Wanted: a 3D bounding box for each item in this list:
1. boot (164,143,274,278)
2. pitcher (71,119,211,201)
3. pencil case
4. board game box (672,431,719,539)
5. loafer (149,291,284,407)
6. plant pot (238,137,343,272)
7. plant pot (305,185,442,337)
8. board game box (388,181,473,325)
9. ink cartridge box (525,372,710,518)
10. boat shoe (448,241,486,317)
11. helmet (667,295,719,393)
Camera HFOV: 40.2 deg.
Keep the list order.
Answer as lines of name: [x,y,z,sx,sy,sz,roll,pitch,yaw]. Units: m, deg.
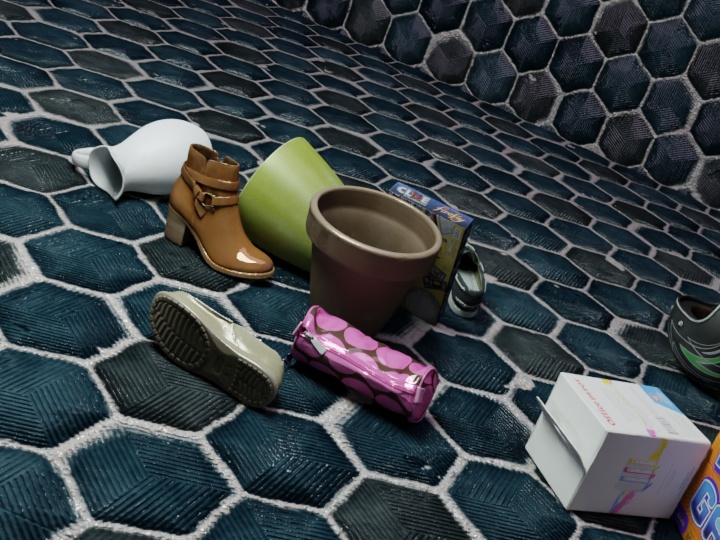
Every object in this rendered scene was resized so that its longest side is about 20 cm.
boot: [-0.199,-0.089,1.486,0.198,0.157,0.076,29,23,19]
pitcher: [-0.362,-0.189,1.637,0.170,0.123,0.199,25,32,36]
pencil case: [0.004,0.123,1.286,0.198,0.092,0.094,25,-13,13]
board game box: [0.537,0.310,1.193,0.197,0.202,0.200,17,23,-9]
loafer: [-0.175,0.093,1.215,0.199,0.076,0.068,37,24,12]
plant pot: [-0.075,-0.075,1.578,0.199,0.188,0.187,40,26,10]
plant pot: [0.000,0.000,1.431,0.197,0.177,0.201,16,27,-8]
board game box: [0.089,-0.024,1.542,0.134,0.202,0.035,27,42,15]
ink cartridge box: [0.321,0.227,1.282,0.197,0.127,0.129,11,24,-24]
boat shoe: [0.180,-0.010,1.704,0.074,0.061,0.202,7,43,-18]
helmet: [0.645,0.119,1.736,0.199,0.189,0.202,36,38,-34]
